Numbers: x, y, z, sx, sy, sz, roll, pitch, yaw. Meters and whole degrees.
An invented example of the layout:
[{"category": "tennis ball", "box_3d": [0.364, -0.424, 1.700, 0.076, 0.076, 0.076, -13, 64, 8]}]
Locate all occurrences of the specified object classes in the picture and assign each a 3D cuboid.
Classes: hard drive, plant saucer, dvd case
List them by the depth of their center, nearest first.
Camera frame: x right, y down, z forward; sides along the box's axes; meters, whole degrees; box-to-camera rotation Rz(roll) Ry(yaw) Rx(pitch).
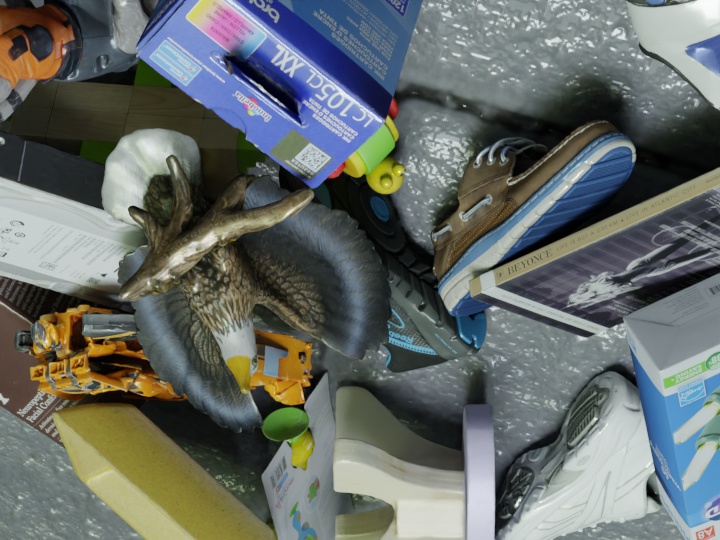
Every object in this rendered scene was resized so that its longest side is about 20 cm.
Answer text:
[{"category": "dvd case", "box_3d": [0.191, -0.010, 1.250, 0.199, 0.016, 0.148, -26, 154, 31]}, {"category": "hard drive", "box_3d": [-0.190, -0.027, 1.260, 0.199, 0.038, 0.140, 17, 153, -27]}, {"category": "plant saucer", "box_3d": [-0.126, 0.174, 1.380, 0.200, 0.048, 0.200, 40, 164, 10]}]

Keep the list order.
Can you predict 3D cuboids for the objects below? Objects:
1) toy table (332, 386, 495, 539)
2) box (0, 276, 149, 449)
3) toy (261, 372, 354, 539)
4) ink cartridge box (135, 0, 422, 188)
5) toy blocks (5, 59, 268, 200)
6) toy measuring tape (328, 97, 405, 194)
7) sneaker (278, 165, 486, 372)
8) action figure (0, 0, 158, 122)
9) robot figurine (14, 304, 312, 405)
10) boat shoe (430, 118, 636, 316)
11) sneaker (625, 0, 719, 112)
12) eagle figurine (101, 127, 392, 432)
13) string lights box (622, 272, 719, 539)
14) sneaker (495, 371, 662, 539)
[{"category": "toy table", "box_3d": [0.038, 0.172, 1.401, 0.116, 0.184, 0.201, 0, 138, 1]}, {"category": "box", "box_3d": [-0.250, 0.044, 1.430, 0.200, 0.075, 0.100, 36, 131, -13]}, {"category": "toy", "box_3d": [-0.049, 0.185, 1.470, 0.047, 0.115, 0.201, 12, 133, 20]}, {"category": "ink cartridge box", "box_3d": [-0.044, -0.144, 1.127, 0.136, 0.200, 0.076, 37, 129, -17]}, {"category": "toy blocks", "box_3d": [-0.153, -0.062, 1.309, 0.199, 0.100, 0.137, 4, 143, 2]}, {"category": "toy measuring tape", "box_3d": [-0.033, -0.121, 1.228, 0.073, 0.074, 0.200, -25, 120, 31]}, {"category": "sneaker", "box_3d": [0.000, 0.000, 1.323, 0.082, 0.073, 0.200, -24, 119, 33]}, {"category": "action figure", "box_3d": [-0.204, -0.145, 1.183, 0.200, 0.193, 0.105, 15, 124, 53]}, {"category": "robot figurine", "box_3d": [-0.140, 0.063, 1.341, 0.199, 0.059, 0.145, 8, 165, -37]}, {"category": "boat shoe", "box_3d": [0.099, -0.046, 1.248, 0.200, 0.072, 0.073, -45, 64, 45]}, {"category": "sneaker", "box_3d": [0.245, -0.155, 1.130, 0.198, 0.081, 0.115, 0, 133, 24]}, {"category": "eagle figurine", "box_3d": [-0.080, 0.013, 1.197, 0.151, 0.152, 0.200, 13, 169, 20]}, {"category": "string lights box", "box_3d": [0.248, 0.095, 1.305, 0.102, 0.059, 0.201, -24, 133, -5]}, {"category": "sneaker", "box_3d": [0.170, 0.165, 1.418, 0.099, 0.078, 0.200, 27, 132, -13]}]
